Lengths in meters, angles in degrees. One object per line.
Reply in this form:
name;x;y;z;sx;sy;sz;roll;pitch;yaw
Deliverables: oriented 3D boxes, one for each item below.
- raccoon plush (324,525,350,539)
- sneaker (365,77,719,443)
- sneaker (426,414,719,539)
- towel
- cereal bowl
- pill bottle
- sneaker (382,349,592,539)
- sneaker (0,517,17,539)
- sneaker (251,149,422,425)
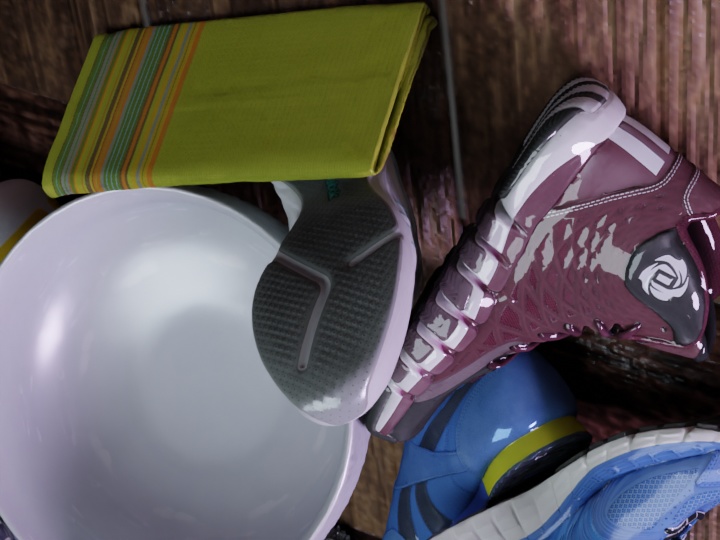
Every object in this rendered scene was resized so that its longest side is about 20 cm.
raccoon plush;-0.013;0.249;1.203;0.200;0.134;0.097;43;143;-6
sneaker;0.087;0.024;0.932;0.115;0.076;0.201;31;125;-2
sneaker;0.118;0.128;0.988;0.200;0.078;0.090;-36;69;35
towel;-0.058;-0.073;0.970;0.199;0.087;0.018;-1;152;38
cereal bowl;-0.083;0.058;1.034;0.198;0.083;0.202;1;92;19
pill bottle;-0.173;0.027;1.133;0.200;0.113;0.112;46;141;-8
sneaker;0.049;0.090;1.069;0.079;0.066;0.200;59;151;17
sneaker;-0.161;0.150;1.219;0.202;0.146;0.077;35;140;2
sneaker;0.000;0.000;0.925;0.070;0.201;0.081;-20;126;15
